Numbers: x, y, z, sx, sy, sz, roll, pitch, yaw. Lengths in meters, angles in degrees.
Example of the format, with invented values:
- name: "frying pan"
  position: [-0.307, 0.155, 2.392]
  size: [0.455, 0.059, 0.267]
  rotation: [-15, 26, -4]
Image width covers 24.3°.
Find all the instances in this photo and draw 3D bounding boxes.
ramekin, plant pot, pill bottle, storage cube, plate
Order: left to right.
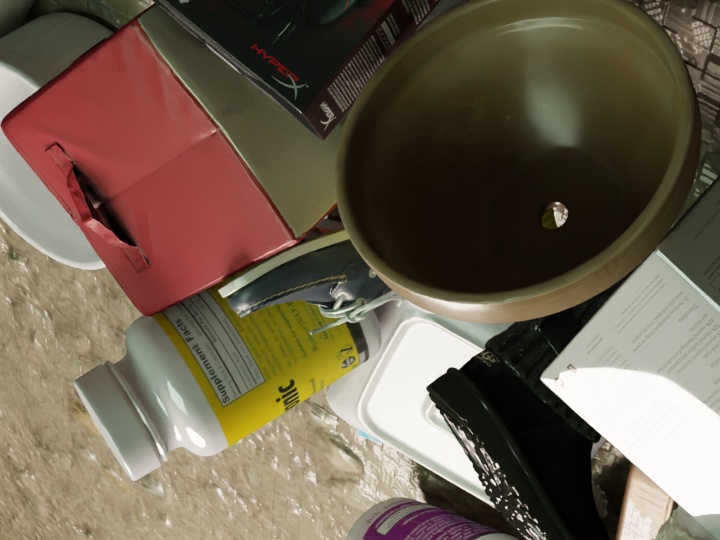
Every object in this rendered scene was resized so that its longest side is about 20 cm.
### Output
- name: "ramekin"
  position: [-0.234, -0.109, 1.342]
  size: [0.200, 0.098, 0.201]
  rotation: [28, 143, 24]
- name: "storage cube"
  position: [-0.093, -0.104, 1.110]
  size: [0.180, 0.200, 0.171]
  rotation: [-24, 105, 48]
- name: "pill bottle"
  position: [-0.094, 0.060, 1.170]
  size: [0.111, 0.200, 0.111]
  rotation: [55, 167, 19]
- name: "pill bottle"
  position: [0.056, -0.081, 1.027]
  size: [0.104, 0.104, 0.200]
  rotation: [2, 110, 47]
- name: "pill bottle"
  position: [0.079, 0.257, 1.343]
  size: [0.200, 0.112, 0.112]
  rotation: [11, 133, 54]
- name: "plate"
  position: [0.080, 0.096, 1.219]
  size: [0.199, 0.032, 0.200]
  rotation: [31, 137, 5]
- name: "plant pot"
  position: [0.094, -0.051, 0.916]
  size: [0.201, 0.201, 0.093]
  rotation: [20, 163, 34]

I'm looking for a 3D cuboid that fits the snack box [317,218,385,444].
- name: "snack box"
  position: [0.027, 0.057, 1.282]
  size: [0.116, 0.037, 0.200]
  rotation: [13, 134, 37]

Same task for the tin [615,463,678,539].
- name: "tin"
  position: [0.209, 0.138, 1.096]
  size: [0.042, 0.112, 0.200]
  rotation: [24, 140, 20]

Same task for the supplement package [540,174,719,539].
- name: "supplement package"
  position: [0.242, 0.051, 0.935]
  size: [0.200, 0.151, 0.152]
  rotation: [42, 145, 7]

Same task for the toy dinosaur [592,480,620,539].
- name: "toy dinosaur"
  position: [0.180, 0.203, 1.242]
  size: [0.102, 0.077, 0.200]
  rotation: [59, -174, 15]

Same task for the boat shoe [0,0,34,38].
- name: "boat shoe"
  position: [-0.317, -0.210, 1.365]
  size: [0.069, 0.072, 0.200]
  rotation: [46, 156, 0]

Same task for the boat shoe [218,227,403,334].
- name: "boat shoe"
  position: [0.000, 0.000, 1.102]
  size: [0.075, 0.200, 0.062]
  rotation: [-16, 93, 54]

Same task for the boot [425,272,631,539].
- name: "boot"
  position: [0.151, 0.097, 1.090]
  size: [0.079, 0.158, 0.211]
  rotation: [37, 163, 52]

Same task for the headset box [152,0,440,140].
- name: "headset box"
  position: [-0.018, -0.200, 0.942]
  size: [0.149, 0.200, 0.075]
  rotation: [40, 179, 11]

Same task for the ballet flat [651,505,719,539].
- name: "ballet flat"
  position: [0.225, 0.139, 1.015]
  size: [0.072, 0.200, 0.072]
  rotation: [12, 116, 27]
